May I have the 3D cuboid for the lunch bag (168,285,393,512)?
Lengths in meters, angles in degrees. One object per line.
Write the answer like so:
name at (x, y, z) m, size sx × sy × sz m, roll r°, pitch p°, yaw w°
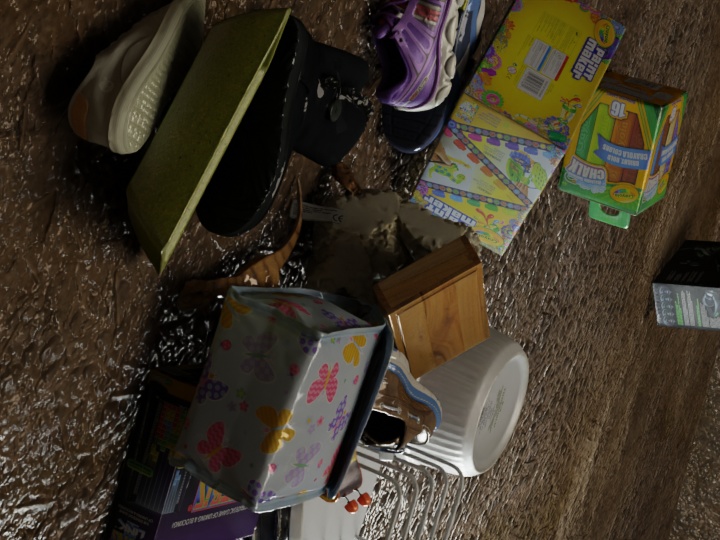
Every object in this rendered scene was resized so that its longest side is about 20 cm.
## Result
lunch bag at (-0.051, 0.107, 1.443) m, size 0.200 × 0.126 × 0.171 m, roll 3°, pitch 109°, yaw -66°

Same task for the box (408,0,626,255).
box at (0.164, -0.164, 1.748) m, size 0.201 × 0.121 × 0.193 m, roll -60°, pitch 178°, yaw -36°

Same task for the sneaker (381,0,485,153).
sneaker at (0.082, -0.215, 1.687) m, size 0.082 × 0.073 × 0.202 m, roll 4°, pitch 105°, yaw -68°

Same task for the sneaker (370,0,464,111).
sneaker at (0.050, -0.253, 1.586) m, size 0.083 × 0.080 × 0.202 m, roll -4°, pitch 104°, yaw -30°

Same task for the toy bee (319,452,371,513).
toy bee at (-0.024, 0.186, 1.677) m, size 0.131 × 0.109 × 0.201 m, roll -39°, pitch 148°, yaw -19°

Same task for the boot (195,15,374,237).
boot at (-0.059, -0.113, 1.449) m, size 0.168 × 0.076 × 0.202 m, roll 24°, pitch 80°, yaw -63°

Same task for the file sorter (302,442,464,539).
file sorter at (0.016, 0.270, 1.859) m, size 0.200 × 0.123 × 0.140 m, roll 5°, pitch 104°, yaw -65°

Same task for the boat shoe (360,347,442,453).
boat shoe at (0.025, 0.138, 1.616) m, size 0.200 × 0.071 × 0.073 m, roll 53°, pitch 48°, yaw -57°

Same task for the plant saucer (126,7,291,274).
plant saucer at (-0.126, -0.103, 1.262) m, size 0.201 × 0.048 × 0.200 m, roll -63°, pitch -175°, yaw -8°

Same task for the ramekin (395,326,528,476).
ramekin at (0.129, 0.159, 2.042) m, size 0.200 × 0.104 × 0.202 m, roll -47°, pitch 148°, yaw -42°

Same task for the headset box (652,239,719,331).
headset box at (0.633, 0.027, 2.943) m, size 0.174 × 0.198 × 0.094 m, roll -43°, pitch 129°, yaw -47°

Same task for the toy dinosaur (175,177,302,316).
toy dinosaur at (-0.089, 0.007, 1.501) m, size 0.200 × 0.060 × 0.107 m, roll -40°, pitch 141°, yaw -50°

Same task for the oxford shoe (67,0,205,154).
oxford shoe at (-0.162, -0.156, 1.224) m, size 0.201 × 0.057 × 0.076 m, roll -65°, pitch 163°, yaw -50°

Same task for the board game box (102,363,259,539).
board game box at (-0.142, 0.171, 1.517) m, size 0.200 × 0.056 × 0.167 m, roll 0°, pitch 107°, yaw -65°

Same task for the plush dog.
plush dog at (0.000, 0.000, 1.638) m, size 0.198 × 0.161 × 0.173 m, roll -22°, pitch 150°, yaw -24°

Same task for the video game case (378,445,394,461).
video game case at (0.035, 0.083, 1.784) m, size 0.201 × 0.017 × 0.144 m, roll -81°, pitch 172°, yaw -48°

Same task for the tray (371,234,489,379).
tray at (0.071, 0.042, 1.569) m, size 0.098 × 0.037 × 0.200 m, roll -29°, pitch 159°, yaw -5°

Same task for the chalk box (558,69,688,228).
chalk box at (0.356, -0.156, 2.271) m, size 0.124 × 0.124 × 0.202 m, roll -26°, pitch 130°, yaw -58°

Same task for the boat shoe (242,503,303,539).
boat shoe at (-0.093, 0.275, 1.698) m, size 0.200 × 0.060 × 0.075 m, roll 103°, pitch -7°, yaw -67°
